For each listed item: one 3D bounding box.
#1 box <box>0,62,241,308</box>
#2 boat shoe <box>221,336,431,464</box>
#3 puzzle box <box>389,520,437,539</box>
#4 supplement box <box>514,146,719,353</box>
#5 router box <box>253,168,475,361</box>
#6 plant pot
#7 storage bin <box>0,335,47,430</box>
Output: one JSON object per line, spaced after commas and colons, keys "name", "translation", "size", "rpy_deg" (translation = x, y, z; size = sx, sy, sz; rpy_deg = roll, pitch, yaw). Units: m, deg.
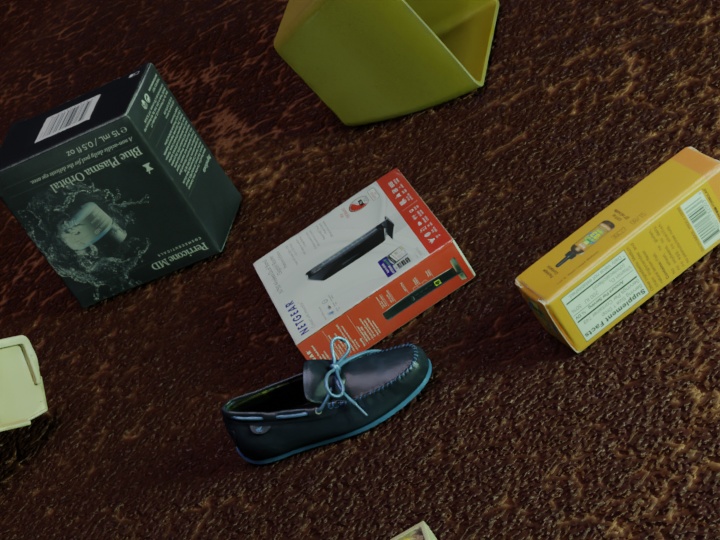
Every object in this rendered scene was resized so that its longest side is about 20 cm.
{"name": "box", "translation": [-0.272, -0.093, 2.261], "size": [0.196, 0.200, 0.118], "rpy_deg": [-21, 29, 23]}
{"name": "boat shoe", "translation": [-0.034, 0.114, 1.820], "size": [0.200, 0.069, 0.084], "rpy_deg": [-28, 28, 12]}
{"name": "puzzle box", "translation": [-0.017, 0.287, 1.574], "size": [0.200, 0.025, 0.133], "rpy_deg": [-31, 28, 5]}
{"name": "supplement box", "translation": [0.235, -0.019, 1.749], "size": [0.200, 0.069, 0.067], "rpy_deg": [-35, 27, -6]}
{"name": "router box", "translation": [0.000, 0.000, 1.986], "size": [0.179, 0.049, 0.200], "rpy_deg": [-34, 28, 0]}
{"name": "plant pot", "translation": [0.019, -0.281, 2.281], "size": [0.176, 0.200, 0.200], "rpy_deg": [-32, 25, 30]}
{"name": "storage bin", "translation": [-0.462, 0.131, 2.112], "size": [0.198, 0.094, 0.200], "rpy_deg": [-12, 3, -40]}
